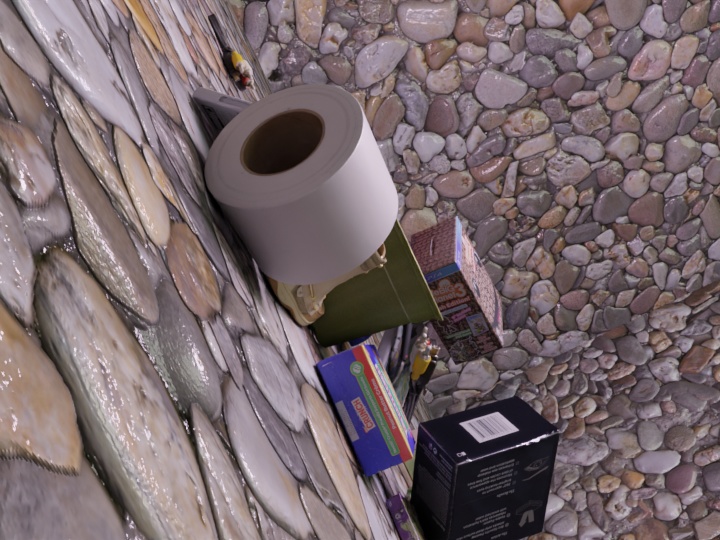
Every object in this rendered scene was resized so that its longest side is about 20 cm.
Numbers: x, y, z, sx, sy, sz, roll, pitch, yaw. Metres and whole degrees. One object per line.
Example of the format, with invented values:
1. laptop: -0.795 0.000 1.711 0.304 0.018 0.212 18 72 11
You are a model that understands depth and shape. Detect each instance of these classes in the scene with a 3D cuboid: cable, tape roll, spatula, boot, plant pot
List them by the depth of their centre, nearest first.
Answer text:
1. tape roll: -0.068 -0.104 1.059 0.140 0.201 0.204 62 4 -47
2. boot: -0.036 0.002 1.201 0.200 0.154 0.073 59 6 -68
3. plant pot: 0.002 0.026 1.364 0.202 0.189 0.200 64 2 -5
4. spatula: 0.064 0.165 1.495 0.056 0.020 0.202 10 94 -66
5. cable: 0.089 0.192 1.543 0.050 0.201 0.097 20 22 -6
6. cable: -0.272 -0.467 1.908 0.097 0.050 0.201 62 5 -63

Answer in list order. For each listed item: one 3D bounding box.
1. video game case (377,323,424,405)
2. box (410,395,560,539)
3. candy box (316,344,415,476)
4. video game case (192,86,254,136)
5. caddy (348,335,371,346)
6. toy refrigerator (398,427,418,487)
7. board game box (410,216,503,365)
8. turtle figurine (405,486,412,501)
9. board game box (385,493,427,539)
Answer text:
1. video game case: 0.063 0.168 1.569 0.183 0.022 0.202 60 48 -60
2. box: 0.190 0.327 1.387 0.117 0.195 0.202 39 -48 52
3. candy box: 0.014 0.195 1.280 0.200 0.076 0.171 34 32 -83
4. video game case: -0.126 -0.167 1.246 0.181 0.022 0.200 21 -23 28
5. caddy: 0.009 0.061 1.672 0.106 0.141 0.200 58 3 -3
6. toy refrigerator: 0.134 0.411 1.711 0.070 0.075 0.202 -103 169 -77
7. board game box: 0.173 0.036 1.598 0.201 0.096 0.160 58 22 -26
8. turtle figurine: 0.156 0.366 1.564 0.200 0.142 0.196 -67 163 -59
9. board game box: 0.096 0.432 1.295 0.120 0.032 0.201 69 -3 -64
